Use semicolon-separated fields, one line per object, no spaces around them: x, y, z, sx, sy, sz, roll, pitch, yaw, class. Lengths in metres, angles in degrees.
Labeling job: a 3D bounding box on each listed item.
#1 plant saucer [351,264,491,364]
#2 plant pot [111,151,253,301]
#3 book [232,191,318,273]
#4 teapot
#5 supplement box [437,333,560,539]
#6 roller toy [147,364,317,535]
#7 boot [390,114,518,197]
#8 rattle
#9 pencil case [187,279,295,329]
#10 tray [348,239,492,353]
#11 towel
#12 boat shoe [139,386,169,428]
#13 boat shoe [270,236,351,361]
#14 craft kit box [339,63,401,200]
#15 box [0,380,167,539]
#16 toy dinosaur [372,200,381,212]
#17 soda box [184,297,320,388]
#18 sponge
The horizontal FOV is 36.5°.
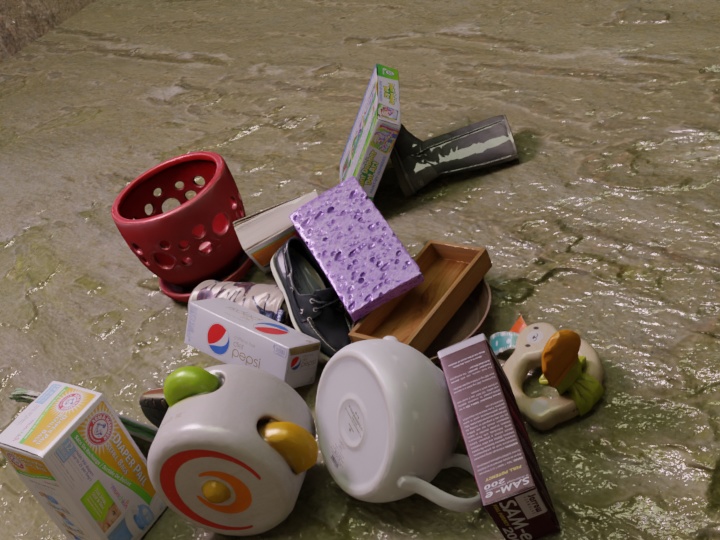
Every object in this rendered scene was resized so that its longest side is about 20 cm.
0.086;0.070;1.479;0.199;0.037;0.201;-17;34;11;plant saucer
-0.274;-0.067;1.763;0.199;0.183;0.201;-17;35;12;plant pot
-0.108;-0.054;1.659;0.133;0.200;0.048;-25;77;-1;book
0.051;0.173;1.264;0.145;0.201;0.197;0;-6;-33;teapot
0.148;0.182;1.179;0.061;0.109;0.201;-23;47;9;supplement box
-0.151;0.219;1.294;0.199;0.183;0.140;15;40;3;roller toy
0.145;-0.215;1.791;0.199;0.073;0.183;-26;53;11;boot
0.198;0.083;1.303;0.130;0.143;0.200;-39;38;15;rattle
-0.165;0.062;1.611;0.199;0.078;0.090;5;55;37;pencil case
0.082;0.040;1.458;0.098;0.037;0.200;10;46;41;tray
-0.368;0.202;1.500;0.199;0.152;0.024;6;73;37;towel
-0.202;0.182;1.484;0.199;0.076;0.074;2;36;22;boat shoe
-0.060;0.036;1.515;0.074;0.066;0.200;-8;57;-31;boat shoe
0.013;-0.203;1.772;0.048;0.201;0.198;16;35;-8;craft kit box
-0.341;0.250;1.354;0.101;0.201;0.113;7;44;38;box
0.000;0.000;1.592;0.201;0.105;0.181;-61;30;7;toy dinosaur
-0.152;0.099;1.511;0.199;0.064;0.068;22;19;35;soda box
-0.008;-0.032;1.493;0.111;0.030;0.200;-31;56;-4;sponge
